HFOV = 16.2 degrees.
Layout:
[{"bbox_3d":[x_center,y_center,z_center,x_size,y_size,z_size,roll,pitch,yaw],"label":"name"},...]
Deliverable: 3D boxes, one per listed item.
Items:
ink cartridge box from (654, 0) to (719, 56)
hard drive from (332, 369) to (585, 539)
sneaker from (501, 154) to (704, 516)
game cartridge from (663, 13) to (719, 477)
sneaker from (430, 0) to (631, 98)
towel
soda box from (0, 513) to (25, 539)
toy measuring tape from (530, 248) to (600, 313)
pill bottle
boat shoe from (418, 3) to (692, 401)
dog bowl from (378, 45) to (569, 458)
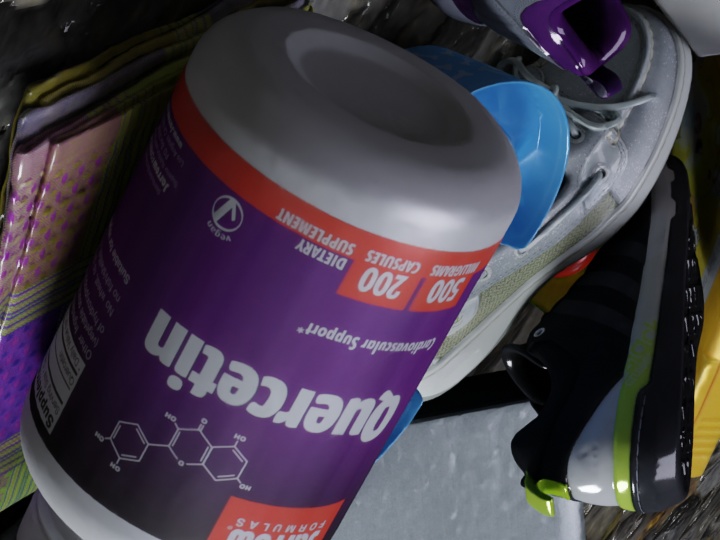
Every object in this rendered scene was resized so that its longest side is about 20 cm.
[{"bbox_3d":[0.213,-0.187,1.025,0.200,0.084,0.145,-48,-160,-18],"label":"ink cartridge box"},{"bbox_3d":[0.034,0.147,1.150,0.139,0.033,0.200,-10,118,-9],"label":"hard drive"},{"bbox_3d":[0.101,0.022,1.080,0.200,0.083,0.072,-77,160,-48],"label":"sneaker"},{"bbox_3d":[0.158,-0.032,1.182,0.032,0.177,0.200,4,134,-15],"label":"game cartridge"},{"bbox_3d":[0.081,-0.149,0.890,0.074,0.087,0.200,-42,158,-28],"label":"sneaker"},{"bbox_3d":[-0.086,-0.004,0.857,0.144,0.023,0.200,-34,154,-45],"label":"towel"},{"bbox_3d":[-0.143,0.152,0.902,0.200,0.071,0.063,-41,177,-32],"label":"soda box"},{"bbox_3d":[0.083,0.021,1.186,0.200,0.073,0.074,-69,160,1],"label":"toy measuring tape"},{"bbox_3d":[-0.037,0.024,0.811,0.112,0.112,0.200,-19,141,-58],"label":"pill bottle"},{"bbox_3d":[0.061,-0.034,1.071,0.202,0.074,0.065,-47,144,4],"label":"boat shoe"},{"bbox_3d":[0.000,0.000,0.988,0.111,0.050,0.200,17,109,-54],"label":"dog bowl"}]
